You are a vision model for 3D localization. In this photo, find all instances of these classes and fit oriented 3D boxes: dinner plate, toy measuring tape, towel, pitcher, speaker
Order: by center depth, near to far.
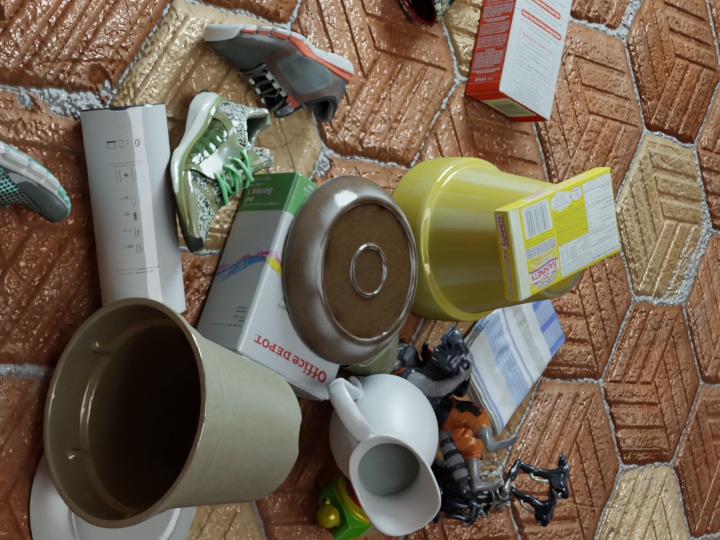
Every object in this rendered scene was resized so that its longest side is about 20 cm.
[{"bbox_3d":[-0.214,-0.054,1.193,0.081,0.081,0.202,-13,101,-44],"label":"speaker"},{"bbox_3d":[-0.231,0.221,1.231,0.199,0.024,0.202,-1,92,-45],"label":"dinner plate"},{"bbox_3d":[0.015,0.167,1.353,0.121,0.200,0.172,-27,104,5],"label":"pitcher"},{"bbox_3d":[0.009,0.267,1.454,0.199,0.073,0.074,6,88,-56],"label":"toy measuring tape"},{"bbox_3d":[0.202,0.103,1.668,0.200,0.024,0.148,-47,124,-34],"label":"towel"}]

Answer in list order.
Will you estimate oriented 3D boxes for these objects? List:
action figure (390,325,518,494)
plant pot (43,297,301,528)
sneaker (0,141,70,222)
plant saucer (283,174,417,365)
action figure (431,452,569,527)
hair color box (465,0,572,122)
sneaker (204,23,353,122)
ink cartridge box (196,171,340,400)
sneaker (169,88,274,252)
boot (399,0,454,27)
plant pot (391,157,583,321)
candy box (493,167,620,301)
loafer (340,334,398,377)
[{"bbox_3d":[0.095,0.150,1.457,0.104,0.194,0.200,-37,154,-14],"label":"action figure"},{"bbox_3d":[-0.159,0.141,1.172,0.183,0.199,0.202,21,77,-53],"label":"plant pot"},{"bbox_3d":[-0.343,-0.079,1.080,0.199,0.077,0.092,31,86,-38],"label":"sneaker"},{"bbox_3d":[0.000,0.000,1.331,0.199,0.032,0.202,-4,95,-48],"label":"plant saucer"},{"bbox_3d":[0.152,0.262,1.571,0.198,0.102,0.120,8,120,-8],"label":"action figure"},{"bbox_3d":[0.208,-0.304,1.626,0.110,0.064,0.202,21,78,-43],"label":"hair color box"},{"bbox_3d":[-0.084,-0.204,1.326,0.199,0.077,0.083,14,89,-45],"label":"sneaker"},{"bbox_3d":[-0.076,0.018,1.334,0.144,0.084,0.202,33,68,-42],"label":"ink cartridge box"},{"bbox_3d":[-0.130,-0.102,1.217,0.077,0.088,0.201,80,13,-49],"label":"sneaker"},{"bbox_3d":[0.085,-0.407,1.490,0.154,0.073,0.204,-48,122,-29],"label":"boot"},{"bbox_3d":[0.159,-0.035,1.500,0.200,0.188,0.203,-4,96,-46],"label":"plant pot"},{"bbox_3d":[0.224,-0.044,1.413,0.199,0.026,0.103,-22,110,-43],"label":"candy box"},{"bbox_3d":[0.007,0.026,1.426,0.067,0.076,0.202,-8,98,-51],"label":"loafer"}]
